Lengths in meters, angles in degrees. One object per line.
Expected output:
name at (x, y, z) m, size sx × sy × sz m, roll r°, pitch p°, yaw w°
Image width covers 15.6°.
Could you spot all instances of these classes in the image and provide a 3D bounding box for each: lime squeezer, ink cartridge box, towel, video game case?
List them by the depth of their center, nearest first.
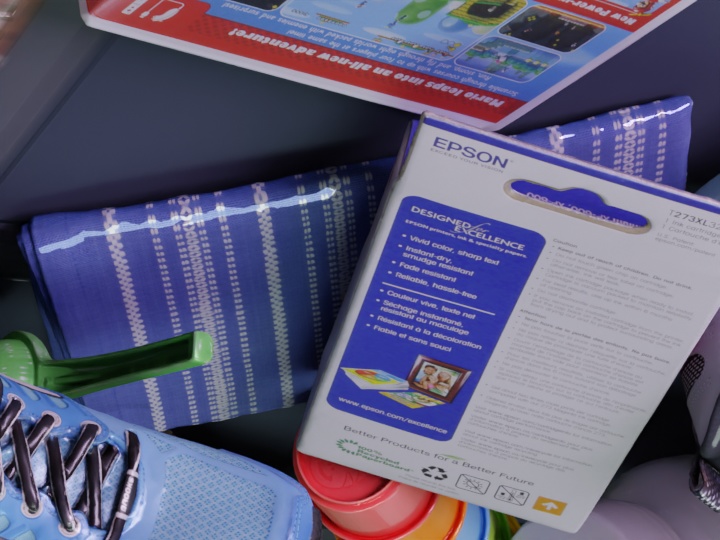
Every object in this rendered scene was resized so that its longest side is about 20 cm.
video game case at (0.048, -0.096, 0.617) m, size 0.143 × 0.017 × 0.200 m, roll 12°, pitch 147°, yaw -41°
ink cartridge box at (0.045, 0.011, 0.753) m, size 0.095 × 0.037 × 0.200 m, roll 17°, pitch 151°, yaw -2°
lime squeezer at (-0.127, 0.030, 0.784) m, size 0.200 × 0.038 × 0.071 m, roll -2°, pitch 148°, yaw 17°
towel at (0.000, 0.000, 0.811) m, size 0.200 × 0.024 × 0.145 m, roll -11°, pitch 154°, yaw -3°

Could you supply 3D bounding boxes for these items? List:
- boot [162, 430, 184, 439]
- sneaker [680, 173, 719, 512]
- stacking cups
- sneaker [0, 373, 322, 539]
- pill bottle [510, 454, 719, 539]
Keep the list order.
boot at (-0.106, 0.130, 0.982) m, size 0.175 × 0.066 × 0.200 m, roll 41°, pitch 144°, yaw -27°
sneaker at (0.166, 0.004, 0.714) m, size 0.078 × 0.140 × 0.200 m, roll 33°, pitch 129°, yaw -23°
stacking cups at (0.014, 0.090, 0.936) m, size 0.060 × 0.061 × 0.200 m, roll -16°, pitch 161°, yaw 10°
sneaker at (-0.108, 0.060, 0.721) m, size 0.200 × 0.078 × 0.090 m, roll 10°, pitch 147°, yaw -4°
pill bottle at (0.150, 0.124, 1.000) m, size 0.200 × 0.111 × 0.111 m, roll -1°, pitch 155°, yaw -41°
